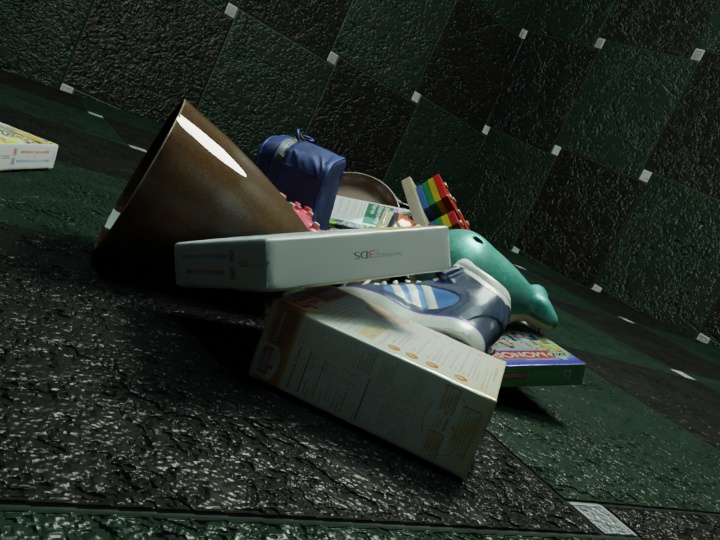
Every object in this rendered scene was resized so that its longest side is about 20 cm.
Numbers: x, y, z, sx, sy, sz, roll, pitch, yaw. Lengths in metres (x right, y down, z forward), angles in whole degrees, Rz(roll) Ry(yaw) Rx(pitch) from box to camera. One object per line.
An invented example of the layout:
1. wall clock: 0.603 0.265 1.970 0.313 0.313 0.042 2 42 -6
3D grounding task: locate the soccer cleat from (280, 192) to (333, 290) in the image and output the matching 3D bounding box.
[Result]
1. soccer cleat: -0.085 -0.043 0.922 0.066 0.077 0.200 25 9 -38

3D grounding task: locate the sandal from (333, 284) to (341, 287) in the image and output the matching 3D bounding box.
1. sandal: 0.000 0.001 0.978 0.042 0.077 0.200 -15 14 31

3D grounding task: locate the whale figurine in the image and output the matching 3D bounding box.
1. whale figurine: 0.163 0.013 0.901 0.198 0.105 0.160 15 31 -9

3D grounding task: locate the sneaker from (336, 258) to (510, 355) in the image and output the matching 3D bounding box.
1. sneaker: 0.068 0.037 0.794 0.198 0.081 0.146 12 33 26

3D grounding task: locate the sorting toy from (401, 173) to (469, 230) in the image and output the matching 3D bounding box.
1. sorting toy: 0.158 -0.045 1.199 0.199 0.069 0.201 53 15 -36

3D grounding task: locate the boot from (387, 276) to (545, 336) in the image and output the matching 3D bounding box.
1. boot: 0.136 0.068 0.977 0.210 0.080 0.157 22 6 34

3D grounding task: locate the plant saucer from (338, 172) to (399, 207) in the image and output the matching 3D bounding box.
1. plant saucer: -0.022 -0.102 1.367 0.198 0.201 0.032 24 -29 15

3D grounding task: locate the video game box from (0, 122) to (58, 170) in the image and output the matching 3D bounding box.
1. video game box: -0.571 -0.198 1.019 0.198 0.047 0.182 21 12 -1

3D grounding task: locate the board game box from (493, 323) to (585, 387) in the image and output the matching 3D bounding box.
1. board game box: 0.148 0.099 0.852 0.198 0.030 0.134 2 15 -22

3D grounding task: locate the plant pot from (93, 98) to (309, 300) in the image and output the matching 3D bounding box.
1. plant pot: -0.161 -0.054 0.796 0.199 0.188 0.187 32 5 -23

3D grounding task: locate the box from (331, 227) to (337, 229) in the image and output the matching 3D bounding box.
1. box: 0.032 -0.012 1.134 0.070 0.065 0.199 30 12 41

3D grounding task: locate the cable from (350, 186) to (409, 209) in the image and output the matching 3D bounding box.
1. cable: 0.041 -0.081 1.406 0.163 0.051 0.200 -35 76 -30

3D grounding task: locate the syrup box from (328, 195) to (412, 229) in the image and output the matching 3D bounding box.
1. syrup box: 0.001 -0.072 1.277 0.197 0.082 0.079 12 47 8

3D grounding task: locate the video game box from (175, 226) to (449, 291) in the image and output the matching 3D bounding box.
1. video game box: -0.048 -0.013 0.669 0.198 0.047 0.181 -7 7 -38

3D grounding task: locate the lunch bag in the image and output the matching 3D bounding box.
1. lunch bag: -0.113 -0.120 1.109 0.131 0.202 0.136 19 14 7

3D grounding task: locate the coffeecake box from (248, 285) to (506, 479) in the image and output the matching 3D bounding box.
1. coffeecake box: 0.023 0.088 0.640 0.198 0.074 0.153 23 10 12

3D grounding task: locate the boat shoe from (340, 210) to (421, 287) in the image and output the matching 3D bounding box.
1. boat shoe: 0.011 -0.008 0.921 0.062 0.072 0.200 31 53 13
